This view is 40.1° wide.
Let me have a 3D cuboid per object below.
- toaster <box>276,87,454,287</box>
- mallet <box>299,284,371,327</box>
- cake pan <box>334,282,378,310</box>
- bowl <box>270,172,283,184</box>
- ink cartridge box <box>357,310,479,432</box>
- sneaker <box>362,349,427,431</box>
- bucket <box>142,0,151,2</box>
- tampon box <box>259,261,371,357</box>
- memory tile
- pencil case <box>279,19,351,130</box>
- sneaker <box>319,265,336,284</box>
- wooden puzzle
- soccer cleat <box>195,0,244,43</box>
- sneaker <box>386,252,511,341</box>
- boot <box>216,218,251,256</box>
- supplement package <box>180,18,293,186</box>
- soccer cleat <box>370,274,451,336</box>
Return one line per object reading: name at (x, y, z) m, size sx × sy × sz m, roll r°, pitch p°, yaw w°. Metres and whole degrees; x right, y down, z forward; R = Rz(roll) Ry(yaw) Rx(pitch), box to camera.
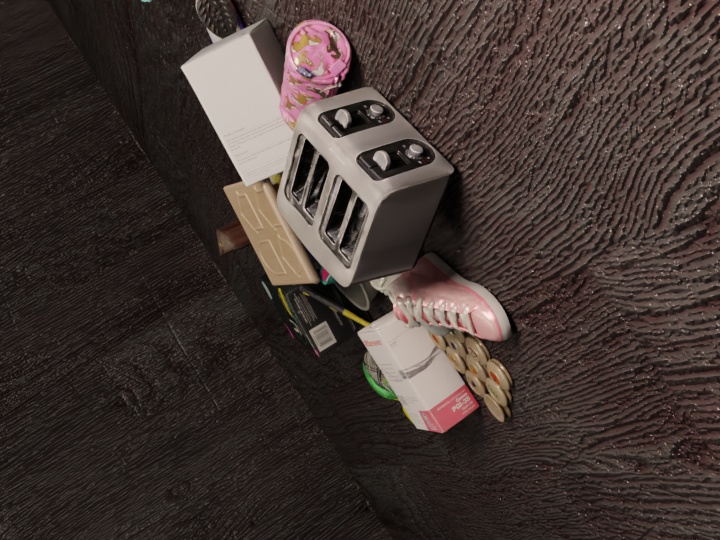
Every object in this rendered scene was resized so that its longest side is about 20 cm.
toaster at (-0.001, -0.096, 1.214) m, size 0.181 × 0.119 × 0.200 m, roll 51°, pitch 139°, yaw 30°
mallet at (-0.023, 0.083, 1.822) m, size 0.200 × 0.041 × 0.066 m, roll 27°, pitch 163°, yaw 16°
cake pan at (-0.033, -0.020, 1.756) m, size 0.200 × 0.037 × 0.200 m, roll 50°, pitch 166°, yaw 18°
bowl at (-0.117, -0.151, 1.640) m, size 0.200 × 0.108 × 0.200 m, roll 52°, pitch 164°, yaw 21°
ink cartridge box at (0.093, 0.163, 1.645) m, size 0.200 × 0.083 × 0.147 m, roll 58°, pitch 166°, yaw -2°
sneaker at (0.080, 0.202, 1.821) m, size 0.200 × 0.078 × 0.085 m, roll 37°, pitch 150°, yaw 32°
bucket at (-0.299, -0.507, 1.436) m, size 0.207 × 0.135 × 0.207 m, roll 53°, pitch 166°, yaw 20°
tampon box at (-0.092, 0.060, 1.961) m, size 0.150 × 0.126 × 0.200 m, roll 63°, pitch 165°, yaw -17°
memory tile at (0.159, 0.128, 1.482) m, size 0.200 × 0.017 × 0.153 m, roll 49°, pitch 164°, yaw 29°
pencil case at (-0.063, -0.249, 1.303) m, size 0.200 × 0.083 × 0.087 m, roll 123°, pitch 153°, yaw -75°
sneaker at (0.000, 0.000, 1.534) m, size 0.200 × 0.121 × 0.084 m, roll 60°, pitch 166°, yaw -9°
wooden puzzle at (-0.135, -0.065, 1.581) m, size 0.200 × 0.046 × 0.185 m, roll 0°, pitch 118°, yaw 65°
soccer cleat at (-0.209, -0.376, 1.590) m, size 0.073 × 0.068 × 0.200 m, roll -103°, pitch -8°, yaw -46°
sneaker at (0.109, 0.055, 1.321) m, size 0.200 × 0.105 × 0.075 m, roll 40°, pitch 156°, yaw 48°
boot at (-0.189, -0.100, 1.797) m, size 0.064 × 0.200 × 0.186 m, roll 63°, pitch 164°, yaw -20°
supplement package at (-0.153, -0.248, 1.456) m, size 0.200 × 0.117 × 0.117 m, roll 63°, pitch -160°, yaw -19°
soccer cleat at (0.054, 0.020, 1.433) m, size 0.200 × 0.086 × 0.070 m, roll 57°, pitch 147°, yaw 9°
